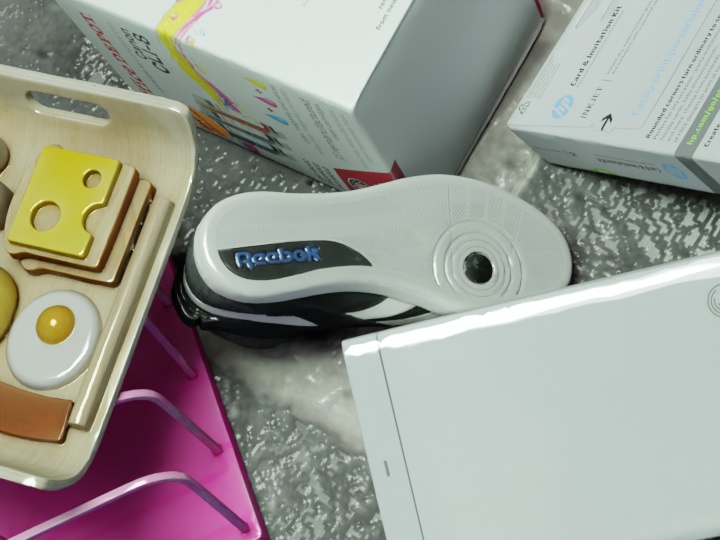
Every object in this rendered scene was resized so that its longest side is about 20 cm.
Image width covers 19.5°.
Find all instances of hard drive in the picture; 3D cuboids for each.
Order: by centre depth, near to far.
[{"bbox_3d":[0.101,0.076,1.016,0.199,0.027,0.133,-14,89,11],"label":"hard drive"}]

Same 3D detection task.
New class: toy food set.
[{"bbox_3d":[-0.174,-0.002,1.002,0.143,0.060,0.201,12,71,21],"label":"toy food set"}]

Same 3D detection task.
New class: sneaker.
[{"bbox_3d":[0.000,0.000,1.083,0.199,0.112,0.074,3,72,-18],"label":"sneaker"}]

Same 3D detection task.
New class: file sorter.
[{"bbox_3d":[-0.157,0.063,1.073,0.138,0.125,0.201,-25,63,6],"label":"file sorter"}]

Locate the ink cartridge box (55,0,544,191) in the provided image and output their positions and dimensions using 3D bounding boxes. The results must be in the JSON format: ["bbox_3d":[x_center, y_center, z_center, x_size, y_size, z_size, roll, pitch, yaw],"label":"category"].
[{"bbox_3d":[-0.032,-0.144,1.109,0.199,0.145,0.145,25,77,26],"label":"ink cartridge box"}]

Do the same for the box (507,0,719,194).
[{"bbox_3d":[0.178,-0.115,1.033,0.200,0.041,0.156,16,70,56],"label":"box"}]
